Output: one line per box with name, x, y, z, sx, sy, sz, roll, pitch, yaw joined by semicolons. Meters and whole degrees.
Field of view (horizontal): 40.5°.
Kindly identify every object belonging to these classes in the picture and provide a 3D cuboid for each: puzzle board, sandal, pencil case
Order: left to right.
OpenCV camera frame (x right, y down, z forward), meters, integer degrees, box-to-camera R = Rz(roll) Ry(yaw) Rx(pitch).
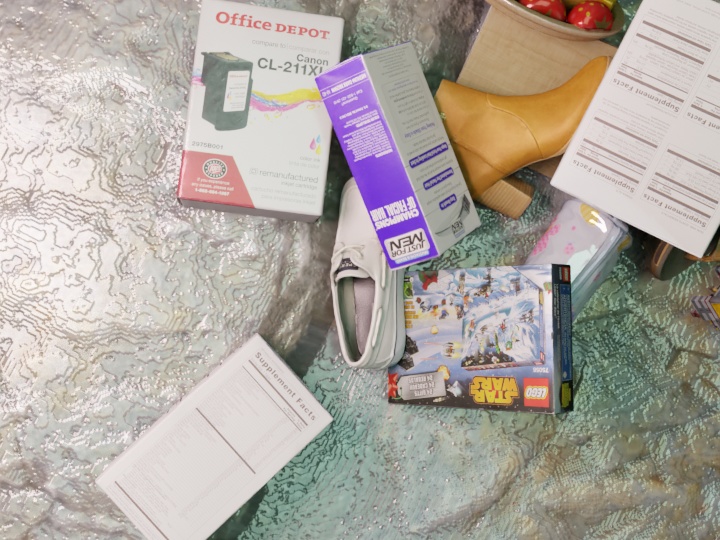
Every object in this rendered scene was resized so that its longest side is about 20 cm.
pencil case;0.196;0.023;1.008;0.083;0.091;0.200;37;82;-5
puzzle board;0.201;-0.180;1.023;0.199;0.017;0.151;24;114;-3
sandal;0.392;-0.044;1.000;0.199;0.082;0.055;-28;54;10

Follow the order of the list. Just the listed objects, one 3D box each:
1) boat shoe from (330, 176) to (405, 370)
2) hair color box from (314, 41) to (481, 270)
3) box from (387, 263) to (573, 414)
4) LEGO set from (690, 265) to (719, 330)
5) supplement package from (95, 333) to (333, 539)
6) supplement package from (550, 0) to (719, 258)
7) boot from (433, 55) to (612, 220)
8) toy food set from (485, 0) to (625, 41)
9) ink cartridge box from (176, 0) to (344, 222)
boat shoe;0.000;0.000;0.981;0.072;0.066;0.201;-3;86;34
hair color box;0.040;-0.113;0.953;0.065;0.109;0.201;-19;98;34
box;0.112;0.066;0.952;0.040;0.199;0.138;3;86;-48
LEGO set;0.448;0.029;1.047;0.154;0.116;0.200;45;69;-22
supplement package;-0.137;0.167;0.945;0.200;0.110;0.114;-42;93;-7
supplement package;0.296;-0.137;0.911;0.150;0.152;0.201;28;102;14
boot;0.147;-0.161;0.992;0.144;0.071;0.202;31;112;-3
toy food set;0.184;-0.303;0.994;0.199;0.198;0.049;30;128;6
ink cartridge box;-0.100;-0.158;0.981;0.145;0.083;0.201;6;87;-6
